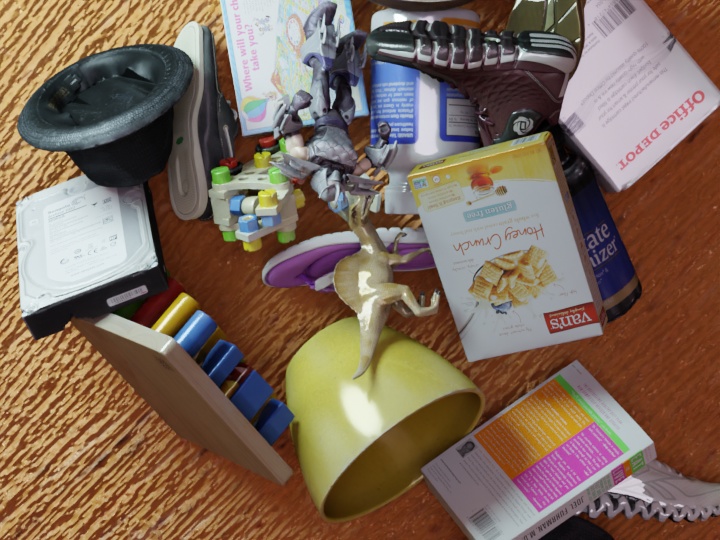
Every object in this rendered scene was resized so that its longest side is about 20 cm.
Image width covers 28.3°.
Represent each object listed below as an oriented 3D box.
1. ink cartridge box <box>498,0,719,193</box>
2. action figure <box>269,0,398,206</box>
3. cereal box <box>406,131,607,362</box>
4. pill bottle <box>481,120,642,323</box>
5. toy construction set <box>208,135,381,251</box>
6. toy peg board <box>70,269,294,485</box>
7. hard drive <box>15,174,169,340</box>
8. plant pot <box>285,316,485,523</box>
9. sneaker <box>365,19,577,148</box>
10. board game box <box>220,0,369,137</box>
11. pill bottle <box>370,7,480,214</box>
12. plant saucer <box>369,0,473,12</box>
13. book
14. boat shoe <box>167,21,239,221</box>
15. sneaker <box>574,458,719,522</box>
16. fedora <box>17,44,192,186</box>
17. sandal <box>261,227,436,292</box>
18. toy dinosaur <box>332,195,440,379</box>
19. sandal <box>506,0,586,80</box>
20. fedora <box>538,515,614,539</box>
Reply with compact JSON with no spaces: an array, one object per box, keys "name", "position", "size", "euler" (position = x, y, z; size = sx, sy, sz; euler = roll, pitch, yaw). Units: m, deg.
[{"name":"ink cartridge box","position":[0.245,-0.199,1.448],"size":[0.145,0.084,0.200],"euler":[-41,92,1]},{"name":"action figure","position":[-0.028,-0.150,1.363],"size":[0.129,0.069,0.202],"euler":[22,55,-36]},{"name":"cereal box","position":[0.142,-0.020,1.368],"size":[0.142,0.040,0.202],"euler":[-13,107,23]},{"name":"pill bottle","position":[0.195,-0.045,1.426],"size":[0.111,0.112,0.202],"euler":[-26,104,0]},{"name":"toy construction set","position":[-0.072,-0.081,1.414],"size":[0.130,0.199,0.093],"euler":[9,105,37]},{"name":"toy peg board","position":[-0.154,0.087,1.380],"size":[0.098,0.198,0.200],"euler":[-51,125,-19]},{"name":"hard drive","position":[-0.266,-0.027,1.396],"size":[0.138,0.201,0.038],"euler":[-20,127,0]},{"name":"plant pot","position":[0.005,0.131,1.422],"size":[0.199,0.200,0.142],"euler":[-38,66,1]},{"name":"sneaker","position":[0.101,-0.167,1.350],"size":[0.197,0.076,0.117],"euler":[6,120,5]},{"name":"board game box","position":[-0.072,-0.248,1.464],"size":[0.133,0.034,0.203],"euler":[-9,93,-1]},{"name":"pill bottle","position":[0.065,-0.157,1.433],"size":[0.110,0.112,0.203],"euler":[1,93,-1]},{"name":"plant saucer","position":[0.054,-0.313,1.412],"size":[0.197,0.202,0.032],"euler":[2,136,-1]},{"name":"book","position":[0.176,0.193,1.424],"size":[0.199,0.134,0.048],"euler":[-31,132,-10]},{"name":"boat shoe","position":[-0.159,-0.152,1.462],"size":[0.067,0.071,0.203],"euler":[-1,85,-38]},{"name":"sneaker","position":[0.292,0.218,1.479],"size":[0.197,0.075,0.082],"euler":[4,84,-2]},{"name":"fedora","position":[-0.238,-0.142,1.403],"size":[0.198,0.201,0.092],"euler":[-21,122,0]},{"name":"sandal","position":[-0.001,-0.004,1.450],"size":[0.200,0.083,0.050],"euler":[-10,61,-2]},{"name":"toy dinosaur","position":[0.021,0.024,1.385],"size":[0.100,0.058,0.202],"euler":[7,64,-16]},{"name":"sandal","position":[0.184,-0.268,1.375],"size":[0.079,0.054,0.203],"euler":[2,96,31]},{"name":"fedora","position":[0.199,0.305,1.455],"size":[0.198,0.201,0.092],"euler":[19,59,-2]}]
